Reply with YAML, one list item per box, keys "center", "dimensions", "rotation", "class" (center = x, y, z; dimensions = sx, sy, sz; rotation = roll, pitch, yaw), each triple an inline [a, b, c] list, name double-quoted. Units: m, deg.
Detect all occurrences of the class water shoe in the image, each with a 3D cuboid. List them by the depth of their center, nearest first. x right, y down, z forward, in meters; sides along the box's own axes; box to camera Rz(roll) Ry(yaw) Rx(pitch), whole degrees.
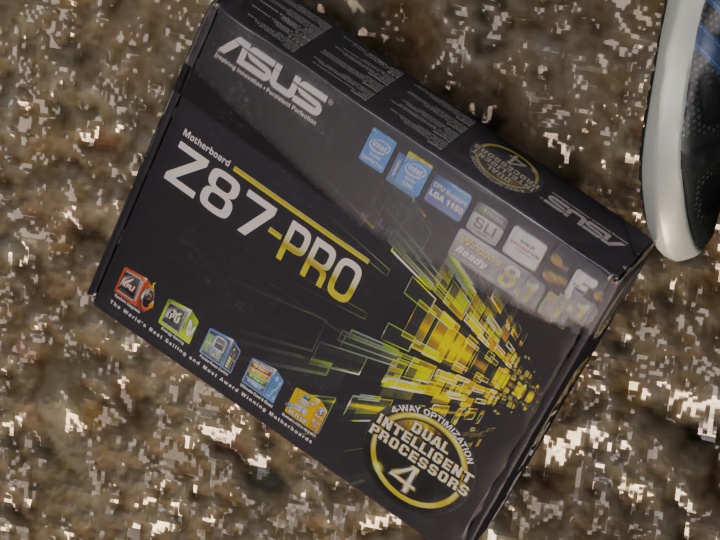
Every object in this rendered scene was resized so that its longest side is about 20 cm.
- center: [0.158, -0.096, 0.939]
  dimensions: [0.079, 0.071, 0.201]
  rotation: [11, 103, 11]
  class: "water shoe"

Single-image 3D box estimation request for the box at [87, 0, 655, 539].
- center: [0.000, 0.000, 0.996]
  dimensions: [0.200, 0.049, 0.162]
  rotation: [35, 123, 11]
  class: "box"
